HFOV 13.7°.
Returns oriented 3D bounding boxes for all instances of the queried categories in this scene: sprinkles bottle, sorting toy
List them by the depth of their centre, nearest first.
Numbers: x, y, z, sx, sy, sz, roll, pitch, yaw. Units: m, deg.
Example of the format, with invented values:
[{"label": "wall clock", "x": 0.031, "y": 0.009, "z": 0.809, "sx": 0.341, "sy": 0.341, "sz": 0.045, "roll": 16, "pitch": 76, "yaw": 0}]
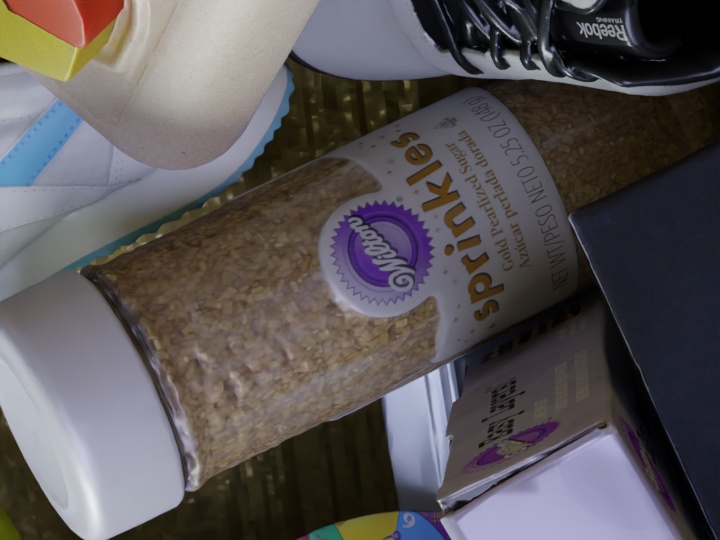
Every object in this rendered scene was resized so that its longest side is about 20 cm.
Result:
[{"label": "sorting toy", "x": -0.095, "y": -0.115, "z": 0.689, "sx": 0.200, "sy": 0.037, "sz": 0.185, "roll": 36, "pitch": 150, "yaw": 0}, {"label": "sprinkles bottle", "x": 0.000, "y": 0.000, "z": 0.801, "sx": 0.200, "sy": 0.068, "sz": 0.068, "roll": -26, "pitch": 127, "yaw": -17}]

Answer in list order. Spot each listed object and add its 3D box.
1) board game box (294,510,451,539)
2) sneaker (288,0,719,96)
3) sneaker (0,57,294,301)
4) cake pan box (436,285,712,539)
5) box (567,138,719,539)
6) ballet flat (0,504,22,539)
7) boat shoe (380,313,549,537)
[{"label": "board game box", "x": 0.038, "y": 0.156, "z": 0.810, "sx": 0.200, "sy": 0.158, "sz": 0.039, "roll": 53, "pitch": 144, "yaw": -3}, {"label": "sneaker", "x": 0.050, "y": -0.080, "z": 0.757, "sx": 0.200, "sy": 0.080, "sz": 0.074, "roll": -11, "pitch": 126, "yaw": 37}, {"label": "sneaker", "x": -0.120, "y": -0.025, "z": 0.823, "sx": 0.200, "sy": 0.077, "sz": 0.081, "roll": -34, "pitch": 116, "yaw": 10}, {"label": "cake pan box", "x": 0.085, "y": 0.106, "z": 0.759, "sx": 0.052, "sy": 0.200, "sz": 0.184, "roll": -31, "pitch": 94, "yaw": 8}, {"label": "box", "x": 0.178, "y": 0.009, "z": 0.769, "sx": 0.198, "sy": 0.123, "sz": 0.200, "roll": -27, "pitch": 164, "yaw": 8}, {"label": "ballet flat", "x": -0.096, "y": 0.146, "z": 0.828, "sx": 0.067, "sy": 0.201, "sz": 0.067, "roll": -3, "pitch": 158, "yaw": 8}, {"label": "boat shoe", "x": 0.050, "y": 0.072, "z": 0.897, "sx": 0.071, "sy": 0.072, "sz": 0.200, "roll": -9, "pitch": 123, "yaw": 7}]
